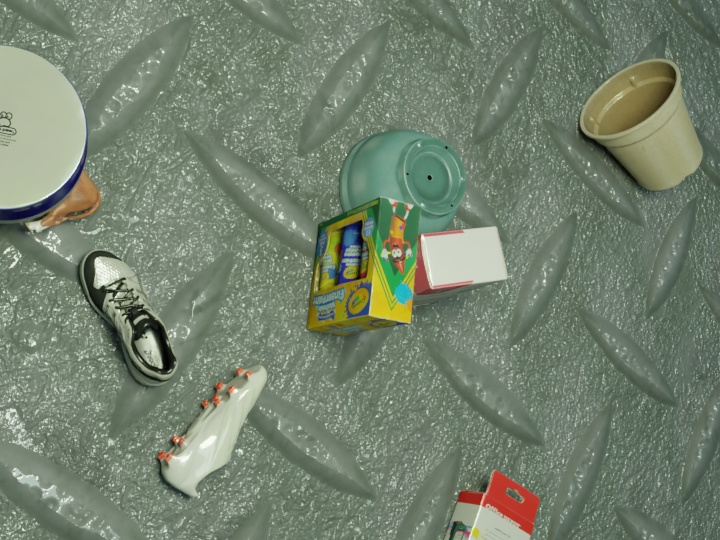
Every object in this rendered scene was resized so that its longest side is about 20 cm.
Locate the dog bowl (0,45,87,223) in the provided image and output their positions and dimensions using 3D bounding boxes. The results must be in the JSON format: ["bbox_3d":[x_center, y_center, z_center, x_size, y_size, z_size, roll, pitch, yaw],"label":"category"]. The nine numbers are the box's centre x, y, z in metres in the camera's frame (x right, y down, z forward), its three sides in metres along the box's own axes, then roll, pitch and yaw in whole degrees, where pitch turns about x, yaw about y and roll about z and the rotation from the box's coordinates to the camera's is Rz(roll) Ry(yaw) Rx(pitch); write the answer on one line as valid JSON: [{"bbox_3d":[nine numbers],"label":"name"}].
[{"bbox_3d":[-0.430,-0.163,1.079,0.197,0.079,0.204,3,81,-19],"label":"dog bowl"}]

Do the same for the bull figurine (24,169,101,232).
[{"bbox_3d":[-0.423,-0.146,1.156,0.121,0.065,0.201,-37,96,-22],"label":"bull figurine"}]

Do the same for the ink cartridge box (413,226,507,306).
[{"bbox_3d":[0.103,0.001,1.365,0.145,0.199,0.084,-7,82,-31],"label":"ink cartridge box"}]

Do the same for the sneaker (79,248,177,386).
[{"bbox_3d":[-0.297,0.057,1.185,0.075,0.087,0.202,-33,98,-28],"label":"sneaker"}]

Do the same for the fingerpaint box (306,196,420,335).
[{"bbox_3d":[0.000,0.000,1.303,0.072,0.199,0.170,12,77,-27],"label":"fingerpaint box"}]

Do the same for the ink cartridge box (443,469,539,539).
[{"bbox_3d":[0.200,0.432,1.429,0.116,0.067,0.202,34,67,-22],"label":"ink cartridge box"}]

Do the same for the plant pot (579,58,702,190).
[{"bbox_3d":[0.544,-0.258,1.688,0.184,0.199,0.202,46,62,-29],"label":"plant pot"}]

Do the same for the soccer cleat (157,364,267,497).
[{"bbox_3d":[-0.192,0.218,1.237,0.200,0.069,0.078,-49,111,-20],"label":"soccer cleat"}]

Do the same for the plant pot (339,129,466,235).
[{"bbox_3d":[0.083,-0.134,1.412,0.198,0.134,0.204,5,80,-29],"label":"plant pot"}]
